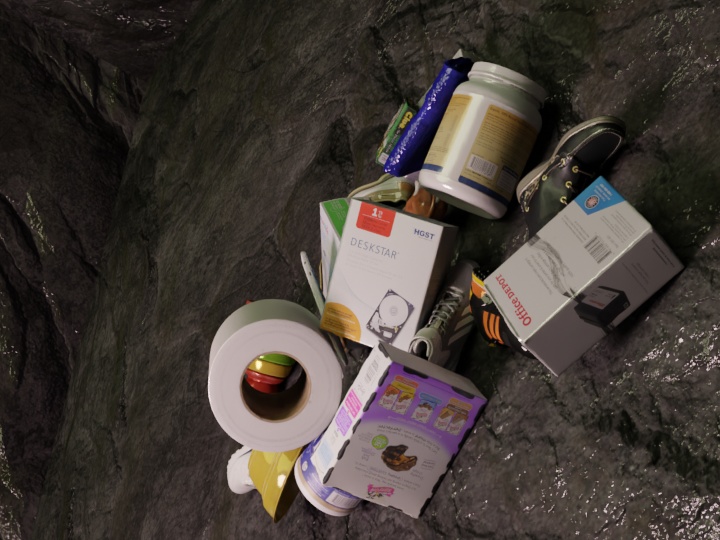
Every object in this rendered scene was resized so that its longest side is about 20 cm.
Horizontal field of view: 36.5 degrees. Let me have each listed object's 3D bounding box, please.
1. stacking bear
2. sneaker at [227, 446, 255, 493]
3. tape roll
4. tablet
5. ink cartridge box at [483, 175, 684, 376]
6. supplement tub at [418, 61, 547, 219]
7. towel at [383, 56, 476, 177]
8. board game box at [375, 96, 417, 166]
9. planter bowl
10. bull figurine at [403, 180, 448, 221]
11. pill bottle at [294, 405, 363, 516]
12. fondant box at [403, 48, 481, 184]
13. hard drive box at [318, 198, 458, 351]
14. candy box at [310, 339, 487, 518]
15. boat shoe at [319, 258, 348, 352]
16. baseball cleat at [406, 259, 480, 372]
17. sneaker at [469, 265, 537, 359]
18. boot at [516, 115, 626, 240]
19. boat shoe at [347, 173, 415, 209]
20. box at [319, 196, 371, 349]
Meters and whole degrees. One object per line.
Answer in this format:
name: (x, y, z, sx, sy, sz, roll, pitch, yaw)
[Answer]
stacking bear: (-0.178, 0.172, 2.084, 0.114, 0.120, 0.203, -163, 87, -72)
sneaker: (-0.180, 0.358, 1.966, 0.200, 0.076, 0.081, -48, 40, 37)
tape roll: (-0.131, 0.156, 1.653, 0.205, 0.201, 0.139, -62, 10, 7)
tablet: (-0.058, 0.065, 1.772, 0.201, 0.013, 0.131, 73, 177, -63)
ink cartridge box: (0.264, 0.006, 1.316, 0.200, 0.084, 0.146, -42, 31, 10)
supplement tub: (0.185, -0.193, 1.629, 0.202, 0.143, 0.144, -66, 25, -1)
towel: (0.111, -0.244, 1.720, 0.201, 0.049, 0.147, -58, -14, 22)
board game box: (0.060, -0.237, 1.850, 0.105, 0.023, 0.200, -57, 6, 13)
planter bowl: (-0.129, 0.301, 1.779, 0.201, 0.083, 0.202, 90, -154, -68)
bull figurine: (0.099, -0.096, 1.784, 0.200, 0.064, 0.123, 138, 152, -65)
pill bottle: (-0.001, 0.261, 1.633, 0.201, 0.119, 0.120, -52, 28, 26)
fondant box: (0.143, -0.258, 1.870, 0.200, 0.058, 0.145, -51, 29, 32)
hard drive box: (0.041, 0.011, 1.616, 0.154, 0.077, 0.203, 17, 97, 22)
candy box: (0.052, 0.221, 1.507, 0.202, 0.166, 0.072, -60, 26, 11)
boat shoe: (-0.048, 0.060, 1.958, 0.072, 0.067, 0.202, -45, 33, 35)
baseball cleat: (0.124, 0.076, 1.567, 0.069, 0.106, 0.203, 13, 86, 28)
sneaker: (0.203, 0.076, 1.475, 0.201, 0.069, 0.091, -122, 34, -53)
boot: (0.283, -0.093, 1.440, 0.204, 0.073, 0.155, -44, 35, 47)
boat shoe: (0.026, -0.112, 1.956, 0.200, 0.074, 0.069, -36, 32, 46)
box: (0.000, 0.000, 1.804, 0.201, 0.095, 0.179, -116, 22, -59)
